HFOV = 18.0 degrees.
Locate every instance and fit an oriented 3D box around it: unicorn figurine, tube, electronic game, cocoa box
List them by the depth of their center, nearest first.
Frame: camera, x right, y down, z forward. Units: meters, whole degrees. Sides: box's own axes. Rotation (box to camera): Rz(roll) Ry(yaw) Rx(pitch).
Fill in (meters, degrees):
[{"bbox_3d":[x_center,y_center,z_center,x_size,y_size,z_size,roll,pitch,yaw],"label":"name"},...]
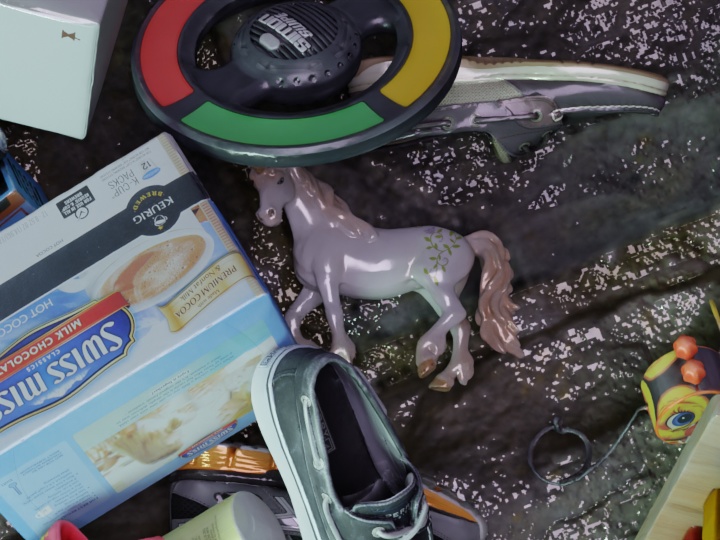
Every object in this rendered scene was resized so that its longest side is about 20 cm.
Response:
[{"bbox_3d":[-0.150,0.045,1.328,0.200,0.133,0.131,-31,61,-4],"label":"cocoa box"},{"bbox_3d":[-0.133,0.199,1.360,0.200,0.052,0.058,-35,47,22],"label":"tube"},{"bbox_3d":[-0.039,-0.132,1.366,0.199,0.042,0.200,-3,46,3],"label":"electronic game"},{"bbox_3d":[0.000,0.000,1.402,0.199,0.074,0.138,7,76,-18],"label":"unicorn figurine"}]

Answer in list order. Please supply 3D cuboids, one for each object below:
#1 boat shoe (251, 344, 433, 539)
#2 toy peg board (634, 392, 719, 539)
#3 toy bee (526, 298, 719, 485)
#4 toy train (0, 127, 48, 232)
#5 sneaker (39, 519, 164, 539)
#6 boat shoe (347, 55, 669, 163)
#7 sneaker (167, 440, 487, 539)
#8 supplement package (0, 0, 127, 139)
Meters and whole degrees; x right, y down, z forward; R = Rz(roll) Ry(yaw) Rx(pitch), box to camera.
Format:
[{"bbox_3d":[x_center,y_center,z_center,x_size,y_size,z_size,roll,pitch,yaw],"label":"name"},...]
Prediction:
[{"bbox_3d":[0.007,0.132,1.295,0.072,0.068,0.200,-31,107,-30],"label":"boat shoe"},{"bbox_3d":[0.270,0.186,1.330,0.199,0.199,0.098,13,51,-4],"label":"toy peg board"},{"bbox_3d":[0.216,0.083,1.377,0.200,0.109,0.131,-26,60,-21],"label":"toy bee"},{"bbox_3d":[-0.277,-0.008,1.356,0.200,0.087,0.114,-39,128,3],"label":"toy train"},{"bbox_3d":[-0.181,0.190,1.321,0.199,0.078,0.091,-6,92,24],"label":"sneaker"},{"bbox_3d":[0.090,-0.099,1.411,0.199,0.072,0.065,1,91,-1],"label":"boat shoe"},{"bbox_3d":[-0.022,0.151,1.385,0.199,0.078,0.077,8,86,7],"label":"sneaker"},{"bbox_3d":[-0.188,-0.199,1.334,0.117,0.117,0.200,14,58,-4],"label":"supplement package"}]
